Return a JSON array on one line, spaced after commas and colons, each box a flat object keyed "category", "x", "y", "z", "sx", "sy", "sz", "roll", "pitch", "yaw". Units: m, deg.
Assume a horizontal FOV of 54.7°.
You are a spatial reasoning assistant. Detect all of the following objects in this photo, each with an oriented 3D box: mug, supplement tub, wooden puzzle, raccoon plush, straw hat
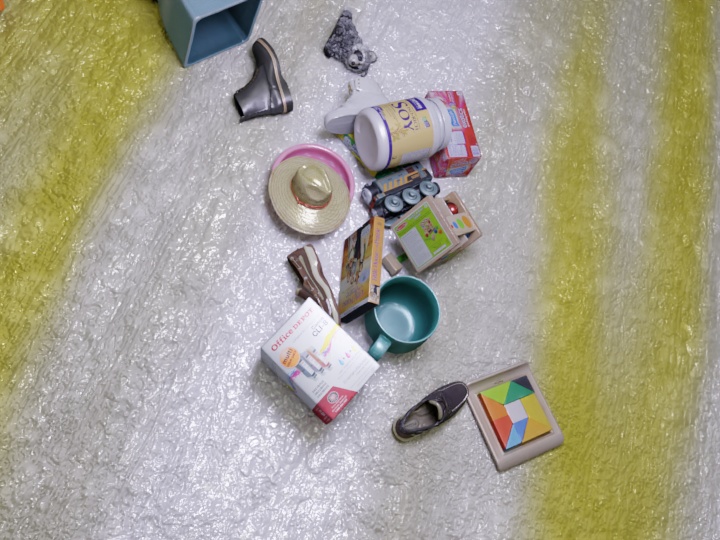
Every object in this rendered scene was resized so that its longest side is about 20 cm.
[{"category": "mug", "x": 0.071, "y": 0.106, "z": 1.505, "sx": 0.183, "sy": 0.115, "sz": 0.154, "roll": -16, "pitch": 73, "yaw": -22}, {"category": "supplement tub", "x": 0.099, "y": -0.324, "z": 1.632, "sx": 0.198, "sy": 0.146, "sz": 0.147, "roll": -18, "pitch": 73, "yaw": -23}, {"category": "wooden puzzle", "x": 0.343, "y": 0.317, "z": 1.542, "sx": 0.183, "sy": 0.037, "sz": 0.202, "roll": -15, "pitch": 73, "yaw": -23}, {"category": "raccoon plush", "x": -0.007, "y": -0.602, "z": 1.808, "sx": 0.133, "sy": 0.097, "sz": 0.202, "roll": 28, "pitch": 61, "yaw": -13}, {"category": "straw hat", "x": -0.106, "y": -0.187, "z": 1.537, "sx": 0.198, "sy": 0.085, "sz": 0.204, "roll": 7, "pitch": 65, "yaw": -14}]

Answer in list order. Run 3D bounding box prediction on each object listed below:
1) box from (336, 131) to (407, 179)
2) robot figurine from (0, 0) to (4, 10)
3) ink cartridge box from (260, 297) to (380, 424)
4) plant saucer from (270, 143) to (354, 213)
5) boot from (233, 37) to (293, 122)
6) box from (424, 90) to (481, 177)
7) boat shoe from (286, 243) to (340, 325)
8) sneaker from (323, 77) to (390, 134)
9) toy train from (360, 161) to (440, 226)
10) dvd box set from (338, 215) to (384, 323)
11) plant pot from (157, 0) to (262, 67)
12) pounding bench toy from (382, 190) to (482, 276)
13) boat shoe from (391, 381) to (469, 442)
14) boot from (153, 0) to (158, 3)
[{"category": "box", "x": 0.031, "y": -0.319, "z": 1.717, "sx": 0.117, "sy": 0.048, "sz": 0.201, "roll": -38, "pitch": 84, "yaw": -27}, {"category": "robot figurine", "x": -0.888, "y": -0.631, "z": 1.525, "sx": 0.199, "sy": 0.117, "sz": 0.145, "roll": 32, "pitch": 105, "yaw": -2}, {"category": "ink cartridge box", "x": -0.086, "y": 0.182, "z": 1.395, "sx": 0.200, "sy": 0.145, "sz": 0.145, "roll": 43, "pitch": 74, "yaw": 5}, {"category": "plant saucer", "x": -0.113, "y": -0.197, "z": 1.616, "sx": 0.197, "sy": 0.051, "sz": 0.203, "roll": 6, "pitch": 65, "yaw": -14}, {"category": "boot", "x": -0.259, "y": -0.460, "z": 1.675, "sx": 0.137, "sy": 0.078, "sz": 0.202, "roll": -19, "pitch": 73, "yaw": -19}, {"category": "box", "x": 0.221, "y": -0.346, "z": 1.759, "sx": 0.098, "sy": 0.096, "sz": 0.203, "roll": -5, "pitch": 69, "yaw": -20}, {"category": "boat shoe", "x": -0.106, "y": 0.045, "z": 1.508, "sx": 0.074, "sy": 0.075, "sz": 0.204, "roll": -18, "pitch": 66, "yaw": -12}, {"category": "sneaker", "x": -0.021, "y": -0.401, "z": 1.677, "sx": 0.198, "sy": 0.074, "sz": 0.117, "roll": -17, "pitch": 70, "yaw": -32}, {"category": "toy train", "x": 0.095, "y": -0.185, "z": 1.662, "sx": 0.198, "sy": 0.086, "sz": 0.115, "roll": -25, "pitch": 66, "yaw": -26}, {"category": "dvd box set", "x": 0.000, "y": 0.000, "z": 1.511, "sx": 0.029, "sy": 0.146, "sz": 0.203, "roll": 16, "pitch": 64, "yaw": -24}, {"category": "plant pot", "x": -0.374, "y": -0.642, "z": 1.633, "sx": 0.195, "sy": 0.196, "sz": 0.201, "roll": -33, "pitch": 87, "yaw": -27}, {"category": "pounding bench toy", "x": 0.155, "y": -0.073, "z": 1.613, "sx": 0.155, "sy": 0.199, "sz": 0.125, "roll": -17, "pitch": 72, "yaw": -56}, {"category": "boat shoe", "x": 0.159, "y": 0.298, "z": 1.475, "sx": 0.199, "sy": 0.065, "sz": 0.074, "roll": -31, "pitch": 82, "yaw": -23}, {"category": "boot", "x": -0.538, "y": -0.757, "z": 1.710, "sx": 0.208, "sy": 0.080, "sz": 0.160, "roll": 14, "pitch": 64, "yaw": -12}]
